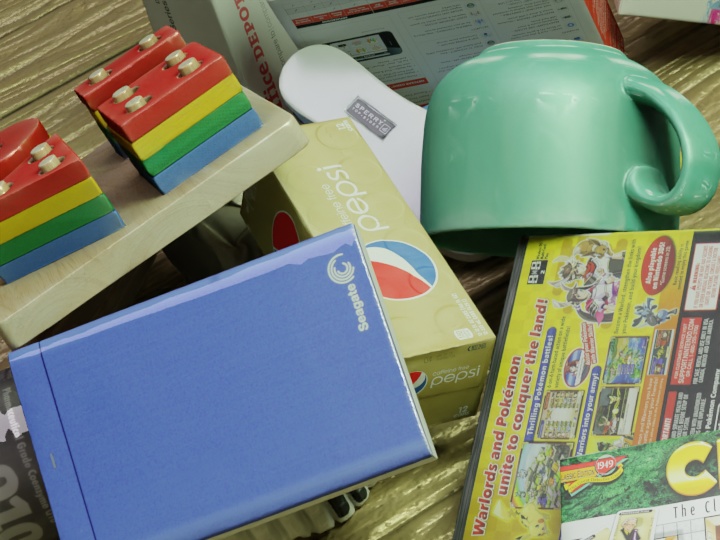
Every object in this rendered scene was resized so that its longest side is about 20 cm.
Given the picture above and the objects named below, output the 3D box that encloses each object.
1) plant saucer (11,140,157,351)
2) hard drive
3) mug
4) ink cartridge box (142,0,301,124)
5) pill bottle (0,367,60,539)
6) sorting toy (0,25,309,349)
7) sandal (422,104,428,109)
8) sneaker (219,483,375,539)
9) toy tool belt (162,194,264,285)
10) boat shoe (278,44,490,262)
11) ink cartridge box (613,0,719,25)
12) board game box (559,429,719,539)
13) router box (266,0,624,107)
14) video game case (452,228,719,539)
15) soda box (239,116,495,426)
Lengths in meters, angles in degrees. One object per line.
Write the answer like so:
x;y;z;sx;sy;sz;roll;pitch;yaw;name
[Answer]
-0.174;-0.013;1.434;0.200;0.029;0.200;-48;25;32;plant saucer
-0.075;0.071;1.166;0.200;0.025;0.132;-21;74;6;hard drive
0.127;-0.072;1.303;0.185;0.115;0.152;-1;-7;17;mug
-0.053;-0.202;1.639;0.087;0.146;0.200;17;47;42;ink cartridge box
-0.184;0.109;1.287;0.200;0.114;0.114;-22;32;0;pill bottle
-0.152;-0.061;1.279;0.199;0.070;0.200;-35;21;-7;sorting toy
0.114;-0.099;1.446;0.200;0.087;0.080;5;42;38;sandal
-0.065;0.128;1.234;0.200;0.075;0.081;-40;28;-27;sneaker
-0.050;-0.038;1.415;0.123;0.125;0.200;-38;29;-17;toy tool belt
0.023;-0.069;1.455;0.200;0.066;0.072;38;77;25;boat shoe
0.229;-0.221;1.503;0.200;0.068;0.115;6;32;-7;ink cartridge box
0.194;0.124;1.080;0.200;0.023;0.105;-13;52;21;board game box
0.060;-0.169;1.491;0.200;0.180;0.049;-10;58;17;router box
0.152;0.067;1.174;0.180;0.026;0.200;-2;58;28;video game case
0.000;0.000;1.263;0.068;0.064;0.200;-11;47;-23;soda box
